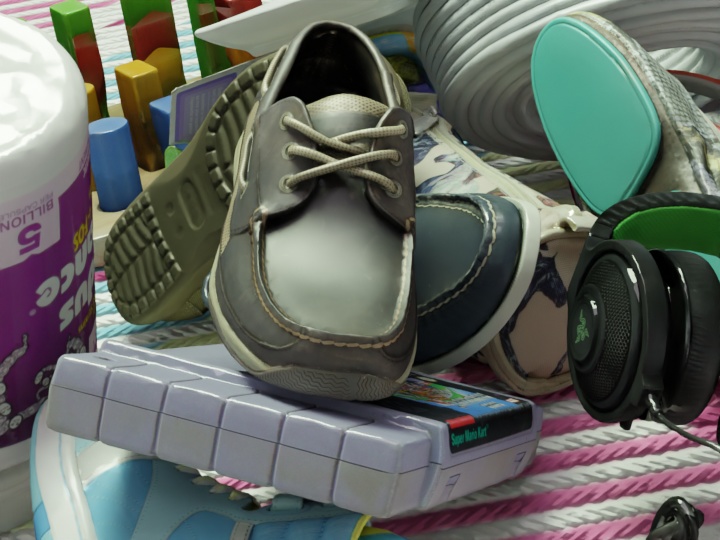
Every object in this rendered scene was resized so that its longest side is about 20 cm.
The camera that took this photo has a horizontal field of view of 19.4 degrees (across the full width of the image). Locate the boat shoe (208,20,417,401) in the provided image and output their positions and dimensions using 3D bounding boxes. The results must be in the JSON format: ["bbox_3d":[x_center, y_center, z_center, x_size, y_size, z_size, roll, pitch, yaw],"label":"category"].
[{"bbox_3d":[-0.016,-0.029,0.749,0.074,0.074,0.200,3,31,-9],"label":"boat shoe"}]

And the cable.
[{"bbox_3d":[0.128,-0.114,1.043,0.199,0.070,0.200,-14,-19,11],"label":"cable"}]

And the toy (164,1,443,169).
[{"bbox_3d":[-0.006,-0.072,1.101,0.199,0.116,0.047,-19,52,-23],"label":"toy"}]

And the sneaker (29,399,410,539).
[{"bbox_3d":[-0.047,0.098,0.745,0.130,0.080,0.200,-14,32,-4],"label":"sneaker"}]

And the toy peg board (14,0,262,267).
[{"bbox_3d":[-0.113,-0.103,1.209,0.199,0.098,0.199,-22,25,-24],"label":"toy peg board"}]

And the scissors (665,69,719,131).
[{"bbox_3d":[0.205,-0.043,0.947,0.199,0.014,0.073,19,57,25],"label":"scissors"}]

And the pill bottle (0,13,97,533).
[{"bbox_3d":[-0.158,0.008,0.823,0.111,0.201,0.113,3,42,-2],"label":"pill bottle"}]

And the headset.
[{"bbox_3d":[0.126,0.046,0.760,0.123,0.094,0.200,20,33,6],"label":"headset"}]

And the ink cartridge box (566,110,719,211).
[{"bbox_3d":[0.204,-0.045,1.012,0.198,0.042,0.120,-12,24,3],"label":"ink cartridge box"}]

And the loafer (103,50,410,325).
[{"bbox_3d":[-0.043,-0.040,0.978,0.067,0.076,0.200,0,-26,-47],"label":"loafer"}]

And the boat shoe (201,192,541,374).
[{"bbox_3d":[0.000,0.000,0.877,0.062,0.075,0.200,26,-17,-26],"label":"boat shoe"}]

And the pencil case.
[{"bbox_3d":[0.051,-0.014,0.942,0.077,0.090,0.200,-6,20,-22],"label":"pencil case"}]

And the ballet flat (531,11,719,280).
[{"bbox_3d":[0.139,-0.031,0.912,0.072,0.072,0.201,-16,54,-14],"label":"ballet flat"}]

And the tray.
[{"bbox_3d":[-0.004,-0.136,1.050,0.107,0.022,0.200,-16,9,17],"label":"tray"}]

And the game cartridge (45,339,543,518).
[{"bbox_3d":[-0.013,0.051,0.761,0.129,0.039,0.200,9,3,17],"label":"game cartridge"}]
